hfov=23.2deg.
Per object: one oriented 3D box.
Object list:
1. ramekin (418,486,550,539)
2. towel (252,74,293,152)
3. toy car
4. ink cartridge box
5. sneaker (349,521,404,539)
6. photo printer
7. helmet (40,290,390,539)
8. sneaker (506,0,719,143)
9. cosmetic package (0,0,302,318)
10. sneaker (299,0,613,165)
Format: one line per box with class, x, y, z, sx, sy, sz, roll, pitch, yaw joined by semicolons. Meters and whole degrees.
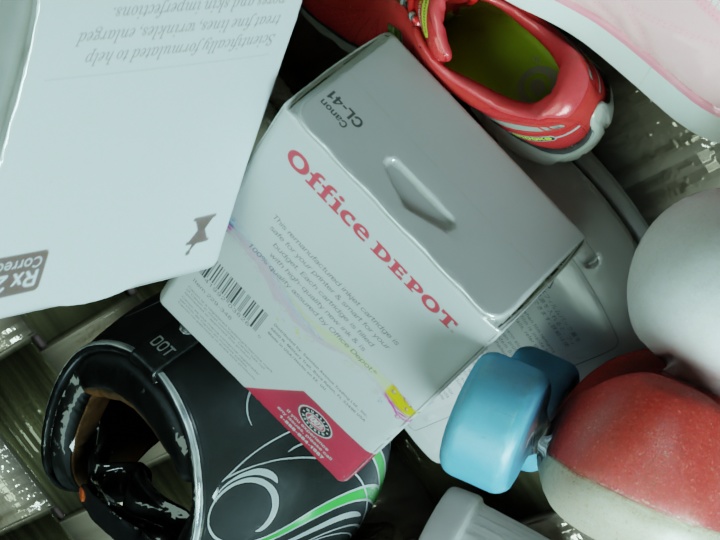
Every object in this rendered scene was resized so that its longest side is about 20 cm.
ramekin;0.066;0.243;1.057;0.104;0.200;0.201;22;132;11
towel;-0.091;-0.104;0.970;0.132;0.035;0.200;20;164;27
toy car;0.165;0.033;0.821;0.183;0.177;0.201;23;96;15
ink cartridge box;0.000;0.000;0.888;0.148;0.086;0.200;46;142;3
sneaker;0.007;0.207;1.117;0.076;0.070;0.200;58;172;-3
photo printer;0.075;0.008;0.964;0.200;0.069;0.167;-28;101;45
helmet;-0.074;0.098;1.058;0.199;0.190;0.202;13;108;43
sneaker;0.124;-0.156;0.807;0.200;0.075;0.105;38;131;7
cosmetic package;-0.163;-0.105;0.804;0.200;0.164;0.166;36;121;28
sneaker;0.039;-0.129;0.860;0.199;0.077;0.085;32;179;18
